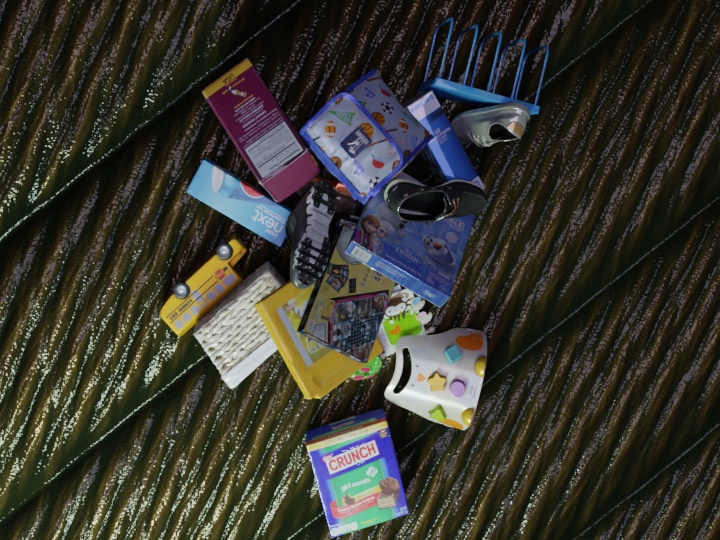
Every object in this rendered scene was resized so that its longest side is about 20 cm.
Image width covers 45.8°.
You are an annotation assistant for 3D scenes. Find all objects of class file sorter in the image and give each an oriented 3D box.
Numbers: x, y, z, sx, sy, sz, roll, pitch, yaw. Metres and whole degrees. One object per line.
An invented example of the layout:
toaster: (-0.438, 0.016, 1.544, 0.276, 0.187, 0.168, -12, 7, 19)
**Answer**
file sorter: (0.223, -0.364, 1.538, 0.195, 0.139, 0.126, 13, 96, -10)

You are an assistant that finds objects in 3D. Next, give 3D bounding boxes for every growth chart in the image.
growth chart: (0.056, 0.087, 1.620, 0.143, 0.018, 0.201, -33, 132, 4)

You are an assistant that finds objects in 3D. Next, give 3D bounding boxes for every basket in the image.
basket: (-0.201, 0.093, 1.566, 0.199, 0.136, 0.124, -40, 101, 0)

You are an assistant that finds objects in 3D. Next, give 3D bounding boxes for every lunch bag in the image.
lunch bag: (0.008, -0.224, 1.457, 0.170, 0.124, 0.200, 47, 49, 0)

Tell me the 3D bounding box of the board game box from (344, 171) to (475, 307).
board game box: (0.093, -0.067, 1.520, 0.197, 0.043, 0.202, 29, 52, -8)

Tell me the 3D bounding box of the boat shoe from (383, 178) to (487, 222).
boat shoe: (0.139, -0.116, 1.488, 0.197, 0.064, 0.075, 1, 125, -25)

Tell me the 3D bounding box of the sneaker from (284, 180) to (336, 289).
sneaker: (-0.097, -0.056, 1.501, 0.066, 0.090, 0.205, 26, 62, -32)

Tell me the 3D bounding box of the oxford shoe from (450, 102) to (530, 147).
oxford shoe: (0.221, -0.251, 1.532, 0.074, 0.198, 0.059, 25, 73, -32)

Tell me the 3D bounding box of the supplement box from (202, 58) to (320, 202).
supplement box: (-0.169, -0.239, 1.475, 0.102, 0.131, 0.202, -33, 78, 0)

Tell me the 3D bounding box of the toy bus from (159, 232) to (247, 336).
toy bus: (-0.285, 0.023, 1.577, 0.199, 0.065, 0.079, -42, 103, 1)

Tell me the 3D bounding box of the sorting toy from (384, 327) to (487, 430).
sorting toy: (0.142, 0.209, 1.656, 0.175, 0.107, 0.205, 12, 99, -2)

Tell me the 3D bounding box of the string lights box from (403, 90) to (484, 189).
string lights box: (0.146, -0.227, 1.569, 0.058, 0.103, 0.202, -32, 102, -3)

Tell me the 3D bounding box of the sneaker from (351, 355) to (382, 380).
sneaker: (-0.033, 0.140, 1.627, 0.077, 0.085, 0.199, -42, 122, 20)

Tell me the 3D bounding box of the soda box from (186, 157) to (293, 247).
soda box: (-0.216, -0.126, 1.560, 0.197, 0.064, 0.069, 30, 96, -13)

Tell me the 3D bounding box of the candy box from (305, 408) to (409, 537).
candy box: (-0.006, 0.397, 1.679, 0.165, 0.077, 0.205, -16, 101, -4)

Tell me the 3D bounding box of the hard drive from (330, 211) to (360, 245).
hard drive: (0.000, 0.000, 1.591, 0.136, 0.038, 0.203, 14, 120, -10)

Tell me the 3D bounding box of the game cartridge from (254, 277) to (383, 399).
game cartridge: (-0.069, 0.101, 1.504, 0.175, 0.032, 0.203, -33, 98, -26)

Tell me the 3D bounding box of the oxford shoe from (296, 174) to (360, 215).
oxford shoe: (-0.091, -0.144, 1.572, 0.195, 0.072, 0.074, 16, 107, -8)

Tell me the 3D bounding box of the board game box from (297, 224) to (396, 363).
board game box: (-0.015, 0.042, 1.499, 0.133, 0.034, 0.204, 27, 73, -18)
